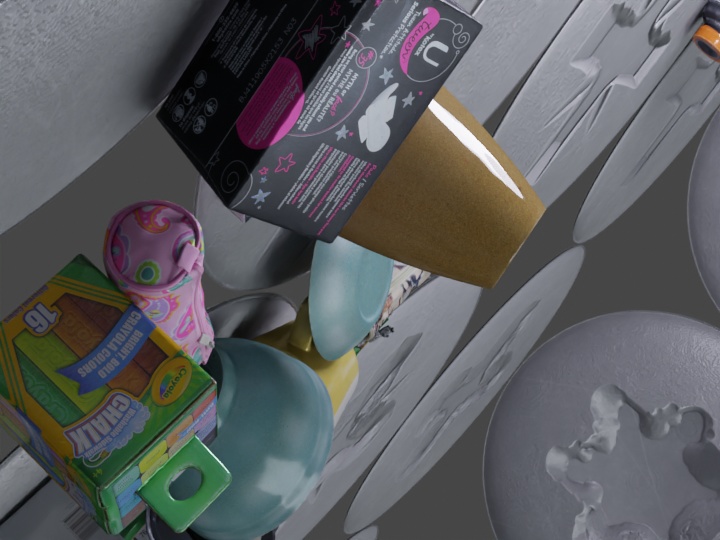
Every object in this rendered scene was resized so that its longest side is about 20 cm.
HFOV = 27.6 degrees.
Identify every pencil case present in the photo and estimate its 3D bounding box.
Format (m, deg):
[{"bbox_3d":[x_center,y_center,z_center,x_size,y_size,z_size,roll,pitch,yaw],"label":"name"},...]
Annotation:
[{"bbox_3d":[-0.164,0.020,1.221,0.087,0.087,0.200,-44,163,-21],"label":"pencil case"},{"bbox_3d":[0.042,0.003,1.801,0.200,0.078,0.089,-42,-175,-27],"label":"pencil case"}]

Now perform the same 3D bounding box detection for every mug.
[{"bbox_3d":[-0.061,0.117,1.651,0.186,0.150,0.153,-33,-177,29],"label":"mug"}]

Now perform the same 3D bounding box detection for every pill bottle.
[{"bbox_3d":[0.642,-0.441,2.443,0.200,0.106,0.106,-50,165,-1],"label":"pill bottle"}]

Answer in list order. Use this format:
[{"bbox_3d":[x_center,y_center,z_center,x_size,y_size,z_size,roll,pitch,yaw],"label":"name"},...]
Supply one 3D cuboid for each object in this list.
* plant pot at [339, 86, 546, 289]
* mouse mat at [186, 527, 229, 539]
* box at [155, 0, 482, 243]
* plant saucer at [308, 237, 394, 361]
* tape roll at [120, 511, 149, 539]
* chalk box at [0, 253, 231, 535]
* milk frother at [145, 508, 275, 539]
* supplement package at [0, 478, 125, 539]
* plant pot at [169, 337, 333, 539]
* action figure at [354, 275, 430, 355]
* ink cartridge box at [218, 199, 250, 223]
[{"bbox_3d":[0.067,-0.075,1.385,0.187,0.199,0.186,-54,175,-6],"label":"plant pot"},{"bbox_3d":[-0.146,0.184,1.517,0.161,0.200,0.008,-50,130,-2],"label":"mouse mat"},{"bbox_3d":[-0.032,-0.144,1.065,0.114,0.132,0.201,20,112,-46],"label":"box"},{"bbox_3d":[0.000,0.000,1.567,0.201,0.038,0.203,10,90,-70],"label":"plant saucer"},{"bbox_3d":[-0.250,0.289,1.699,0.201,0.048,0.201,-47,165,-17],"label":"tape roll"},{"bbox_3d":[-0.190,0.113,1.142,0.124,0.200,0.124,-44,164,-22],"label":"chalk box"},{"bbox_3d":[-0.128,0.319,1.610,0.188,0.198,0.182,75,24,-72],"label":"milk frother"},{"bbox_3d":[-0.299,0.309,1.476,0.109,0.114,0.200,-42,165,-23],"label":"supplement package"},{"bbox_3d":[-0.144,0.147,1.434,0.201,0.200,0.134,-49,135,-3],"label":"plant pot"},{"bbox_3d":[0.012,0.071,1.943,0.200,0.055,0.118,-50,169,14],"label":"action figure"},{"bbox_3d":[-0.075,-0.125,1.222,0.099,0.039,0.200,-44,164,-20],"label":"ink cartridge box"}]
